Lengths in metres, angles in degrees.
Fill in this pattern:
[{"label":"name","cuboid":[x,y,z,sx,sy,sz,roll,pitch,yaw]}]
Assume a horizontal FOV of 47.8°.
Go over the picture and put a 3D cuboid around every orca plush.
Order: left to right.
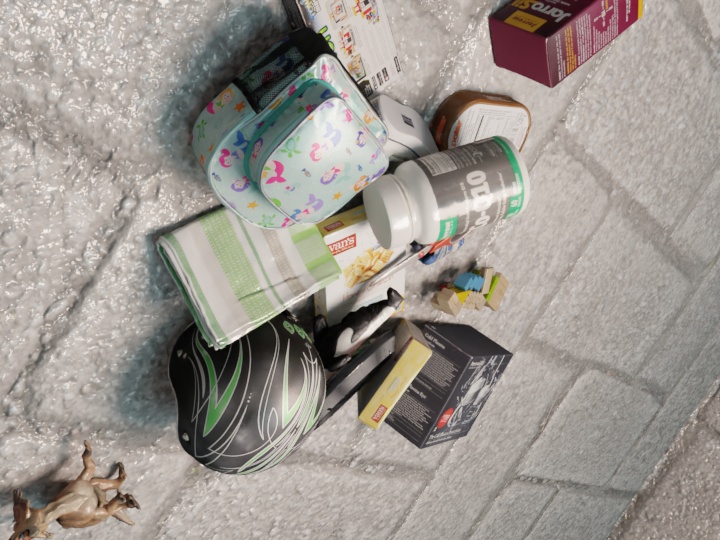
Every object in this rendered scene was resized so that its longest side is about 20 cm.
[{"label":"orca plush","cuboid":[-0.032,0.086,1.126,0.200,0.071,0.105,-43,-176,14]}]

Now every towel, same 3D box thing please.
[{"label":"towel","cuboid":[-0.128,-0.013,0.988,0.200,0.031,0.149,-30,96,-30]}]

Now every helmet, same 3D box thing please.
[{"label":"helmet","cuboid":[-0.140,0.156,1.032,0.200,0.191,0.200,-14,145,-10]}]

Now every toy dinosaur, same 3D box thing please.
[{"label":"toy dinosaur","cuboid":[-0.364,0.299,1.025,0.135,0.086,0.200,-33,155,-8]}]

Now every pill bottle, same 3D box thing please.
[{"label":"pill bottle","cuboid":[0.112,-0.101,1.078,0.200,0.113,0.113,-19,133,-14]}]

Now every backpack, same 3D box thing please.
[{"label":"backpack","cuboid":[-0.079,-0.140,0.907,0.200,0.151,0.178,-34,141,8]}]

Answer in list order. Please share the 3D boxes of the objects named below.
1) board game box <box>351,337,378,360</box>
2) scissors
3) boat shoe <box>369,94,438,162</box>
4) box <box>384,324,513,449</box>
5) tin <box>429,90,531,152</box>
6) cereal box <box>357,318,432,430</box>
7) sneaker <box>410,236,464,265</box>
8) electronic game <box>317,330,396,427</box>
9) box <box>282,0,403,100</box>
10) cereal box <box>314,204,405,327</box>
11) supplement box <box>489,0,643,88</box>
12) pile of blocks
[{"label":"board game box","cuboid":[-0.055,0.154,1.239,0.200,0.023,0.105,-8,147,-43]},{"label":"scissors","cuboid":[0.099,-0.027,1.189,0.200,0.014,0.073,-42,151,-4]},{"label":"boat shoe","cuboid":[0.045,-0.175,1.081,0.066,0.072,0.200,-24,169,23]},{"label":"box","cuboid":[0.150,0.197,1.414,0.200,0.104,0.182,6,114,-59]},{"label":"tin","cuboid":[0.183,-0.209,1.218,0.200,0.042,0.112,-6,118,-43]},{"label":"cereal box","cuboid":[0.048,0.156,1.262,0.144,0.039,0.200,-55,-176,5]},{"label":"sneaker","cuboid":[0.095,-0.074,1.203,0.085,0.077,0.200,-40,140,-9]},{"label":"electronic game","cuboid":[-0.023,0.160,1.170,0.200,0.042,0.200,-43,171,-8]},{"label":"box","cuboid":[-0.020,-0.285,0.954,0.110,0.035,0.200,-40,140,-15]},{"label":"cereal box","cuboid":[0.000,0.000,1.175,0.144,0.040,0.200,-25,135,-26]},{"label":"supplement box","cuboid":[0.293,-0.360,1.152,0.200,0.110,0.086,-39,139,-17]},{"label":"pile of blocks","cuboid":[0.179,0.027,1.381,0.200,0.062,0.082,-2,108,-53]}]
